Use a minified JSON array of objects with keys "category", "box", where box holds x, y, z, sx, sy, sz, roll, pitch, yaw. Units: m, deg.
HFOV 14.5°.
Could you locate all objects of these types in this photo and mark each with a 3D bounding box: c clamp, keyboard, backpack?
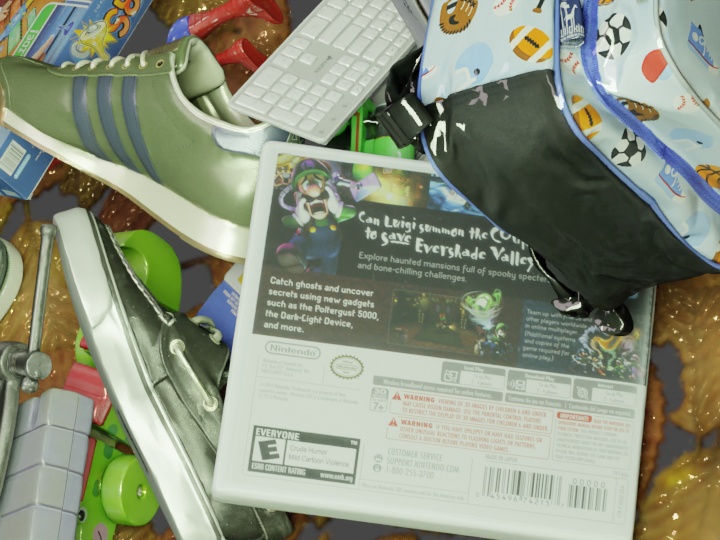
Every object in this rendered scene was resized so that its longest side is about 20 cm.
[{"category":"c clamp","box":[-0.210,0.070,1.481,0.200,0.027,0.171,-9,71,58]},{"category":"keyboard","box":[0.006,-0.130,1.452,0.056,0.011,0.200,26,47,16]},{"category":"backpack","box":[0.108,-0.103,1.257,0.154,0.200,0.191,-20,53,22]}]

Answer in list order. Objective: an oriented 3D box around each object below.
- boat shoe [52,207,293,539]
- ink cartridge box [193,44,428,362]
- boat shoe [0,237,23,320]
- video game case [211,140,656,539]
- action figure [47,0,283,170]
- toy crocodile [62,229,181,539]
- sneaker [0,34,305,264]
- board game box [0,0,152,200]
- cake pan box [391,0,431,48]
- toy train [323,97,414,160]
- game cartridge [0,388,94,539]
[{"category":"boat shoe","box":[-0.097,0.055,1.441,0.064,0.071,0.200,-24,87,-9]},{"category":"ink cartridge box","box":[0.013,-0.010,1.450,0.200,0.042,0.119,-49,52,1]},{"category":"boat shoe","box":[-0.270,0.056,1.589,0.073,0.062,0.200,36,90,39]},{"category":"video game case","box":[0.039,0.036,1.357,0.200,0.023,0.182,7,70,0]},{"category":"action figure","box":[-0.130,-0.094,1.576,0.200,0.052,0.066,-20,53,30]},{"category":"toy crocodile","box":[-0.136,0.076,1.492,0.067,0.062,0.200,8,74,36]},{"category":"sneaker","box":[-0.106,-0.084,1.460,0.200,0.067,0.090,32,105,27]},{"category":"board game box","box":[-0.184,-0.137,1.601,0.135,0.034,0.200,12,66,50]},{"category":"cake pan box","box":[0.086,-0.191,1.363,0.184,0.200,0.052,-44,53,-6]},{"category":"toy train","box":[0.000,0.000,1.406,0.056,0.042,0.200,-5,66,19]},{"category":"game cartridge","box":[-0.201,0.145,1.474,0.200,0.038,0.130,-25,57,54]}]
